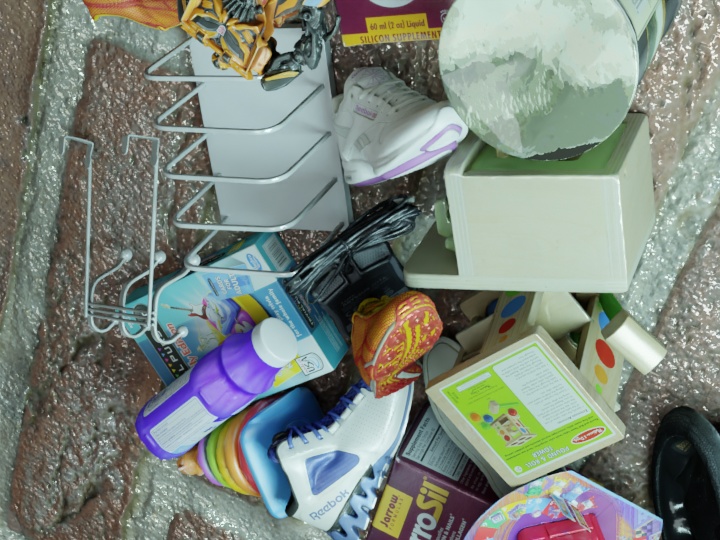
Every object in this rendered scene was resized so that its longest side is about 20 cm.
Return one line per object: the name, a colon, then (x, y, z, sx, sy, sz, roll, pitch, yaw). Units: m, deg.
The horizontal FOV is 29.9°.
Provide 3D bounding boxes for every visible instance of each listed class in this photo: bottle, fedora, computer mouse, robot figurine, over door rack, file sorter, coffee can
bottle: (-0.140, 0.115, 1.335, 0.200, 0.083, 0.065, -38, 91, 34)
fedora: (0.335, 0.211, 1.217, 0.091, 0.201, 0.203, -10, 118, -8)
computer mouse: (0.000, 0.000, 1.239, 0.138, 0.200, 0.053, -33, 65, -4)
robot figurine: (-0.072, -0.240, 1.060, 0.145, 0.058, 0.201, 38, 117, 9)
over door rack: (-0.223, -0.036, 1.318, 0.147, 0.066, 0.202, 4, 103, 51)
file sorter: (-0.102, -0.107, 1.225, 0.137, 0.125, 0.202, 4, 120, 22)
coffee can: (0.155, -0.190, 1.018, 0.145, 0.200, 0.148, 11, 122, 18)

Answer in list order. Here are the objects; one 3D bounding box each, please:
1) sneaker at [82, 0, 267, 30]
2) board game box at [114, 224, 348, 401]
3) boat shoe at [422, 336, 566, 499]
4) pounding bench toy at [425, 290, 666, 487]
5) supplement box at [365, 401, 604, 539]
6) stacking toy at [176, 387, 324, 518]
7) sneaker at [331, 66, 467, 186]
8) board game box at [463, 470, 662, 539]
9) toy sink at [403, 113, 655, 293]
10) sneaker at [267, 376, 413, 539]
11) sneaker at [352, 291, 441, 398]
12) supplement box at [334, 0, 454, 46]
sneaker: (-0.163, -0.254, 1.214, 0.198, 0.073, 0.078, 10, 143, 23)
board game box: (-0.133, 0.060, 1.381, 0.199, 0.047, 0.152, -23, 106, 32)
boat shoe: (0.133, 0.146, 1.286, 0.200, 0.062, 0.075, 51, 123, 24)
pounding bench toy: (0.184, 0.061, 1.171, 0.199, 0.156, 0.124, -32, 109, 35)
supplement box: (0.122, 0.243, 1.339, 0.198, 0.103, 0.132, 24, 125, 10)
stacking toy: (-0.129, 0.194, 1.437, 0.199, 0.116, 0.111, -12, 104, 44)
sneaker: (0.021, -0.128, 1.147, 0.200, 0.074, 0.101, -8, 102, 66)
board game box: (0.185, 0.266, 1.225, 0.199, 0.039, 0.158, 30, 115, -32)
toy sink: (0.137, -0.063, 1.142, 0.198, 0.131, 0.113, 1, 118, 24)
sneaker: (-0.026, 0.164, 1.309, 0.114, 0.081, 0.201, 19, 92, -8)
sneaker: (0.019, 0.055, 1.177, 0.078, 0.072, 0.200, 60, 164, 13)
supplement box: (0.030, -0.291, 1.085, 0.109, 0.086, 0.202, 0, 117, 24)
